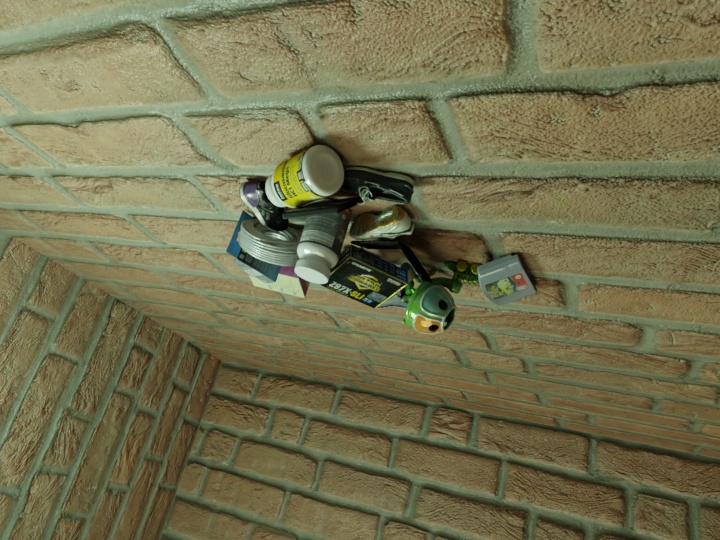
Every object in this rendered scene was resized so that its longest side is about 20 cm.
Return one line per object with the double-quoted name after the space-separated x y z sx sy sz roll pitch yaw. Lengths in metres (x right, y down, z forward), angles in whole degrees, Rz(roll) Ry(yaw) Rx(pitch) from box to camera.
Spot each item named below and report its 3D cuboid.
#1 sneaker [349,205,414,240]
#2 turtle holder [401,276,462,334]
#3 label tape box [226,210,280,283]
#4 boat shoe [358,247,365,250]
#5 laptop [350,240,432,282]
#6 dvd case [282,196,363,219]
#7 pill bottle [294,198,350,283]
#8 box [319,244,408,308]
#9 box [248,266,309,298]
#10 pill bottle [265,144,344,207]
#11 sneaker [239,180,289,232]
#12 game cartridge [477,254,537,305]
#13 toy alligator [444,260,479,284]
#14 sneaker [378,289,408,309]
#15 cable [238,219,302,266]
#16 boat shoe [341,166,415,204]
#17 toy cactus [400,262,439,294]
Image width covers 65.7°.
0.054 -0.105 1.466 0.198 0.077 0.087 -7 148 46 "sneaker"
0.211 0.103 1.595 0.130 0.184 0.144 24 120 31 "turtle holder"
-0.328 -0.071 1.727 0.063 0.147 0.199 -5 149 45 "label tape box"
-0.002 -0.004 1.634 0.085 0.076 0.202 -30 162 5 "boat shoe"
0.089 -0.023 1.520 0.195 0.106 0.177 0 176 16 "laptop"
-0.085 -0.152 1.343 0.140 0.018 0.200 -4 -168 19 "dvd case"
-0.102 -0.077 1.477 0.113 0.204 0.116 14 159 6 "pill bottle"
0.009 0.021 1.548 0.197 0.050 0.159 25 140 -27 "box"
-0.279 -0.002 1.917 0.196 0.099 0.177 12 157 8 "box"
-0.138 -0.211 1.305 0.112 0.115 0.198 31 154 -33 "pill bottle"
-0.241 -0.171 1.531 0.086 0.077 0.200 -4 151 29 "sneaker"
0.400 0.032 1.537 0.131 0.042 0.200 -18 144 24 "game cartridge"
0.331 0.018 1.585 0.196 0.055 0.060 13 158 10 "toy alligator"
0.105 0.081 1.894 0.195 0.076 0.088 4 147 2 "sneaker"
-0.255 -0.084 1.621 0.197 0.070 0.200 26 -159 12 "cable"
0.028 -0.191 1.302 0.196 0.063 0.075 12 160 14 "boat shoe"
0.149 0.022 1.679 0.195 0.104 0.166 5 152 14 "toy cactus"
